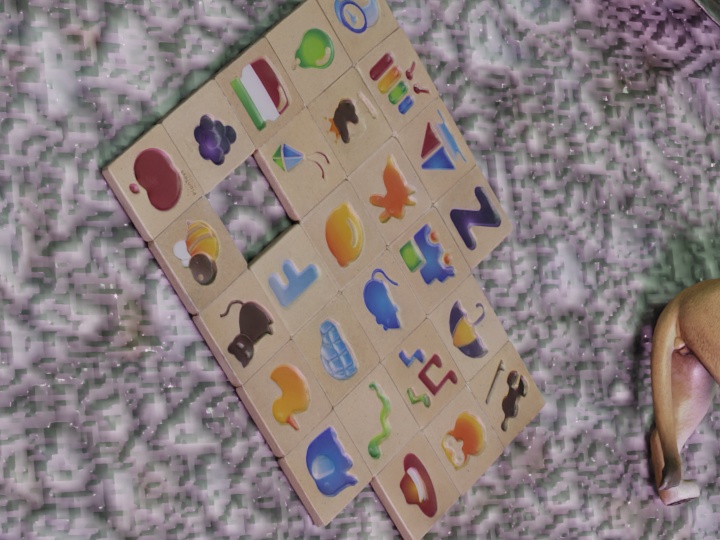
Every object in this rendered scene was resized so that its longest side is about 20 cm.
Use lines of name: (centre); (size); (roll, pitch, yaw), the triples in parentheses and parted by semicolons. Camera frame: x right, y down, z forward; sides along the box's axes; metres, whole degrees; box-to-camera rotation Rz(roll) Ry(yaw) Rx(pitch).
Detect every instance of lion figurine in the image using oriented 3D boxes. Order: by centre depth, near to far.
lion figurine: (0.191, 0.028, 1.265); (0.200, 0.072, 0.123); (-8, 80, -39)

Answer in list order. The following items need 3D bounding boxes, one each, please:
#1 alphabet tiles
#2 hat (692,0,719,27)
alphabet tiles: (0.000, 0.000, 1.140); (0.167, 0.008, 0.200); (-43, 111, -39)
hat: (0.173, -0.183, 1.287); (0.200, 0.081, 0.201); (6, 79, -33)
